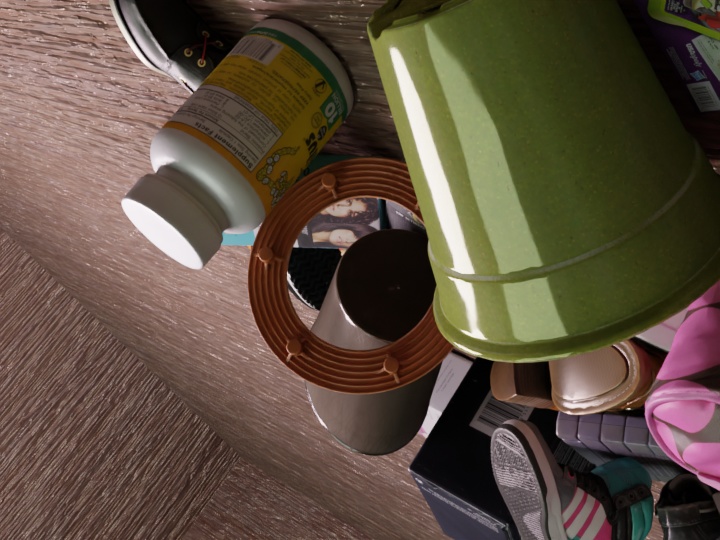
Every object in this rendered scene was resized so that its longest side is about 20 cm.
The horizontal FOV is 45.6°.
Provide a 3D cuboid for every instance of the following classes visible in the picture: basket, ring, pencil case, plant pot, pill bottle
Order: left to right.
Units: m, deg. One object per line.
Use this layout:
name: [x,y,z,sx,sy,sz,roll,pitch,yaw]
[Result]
pill bottle: [-0.103,-0.103,0.716,0.112,0.200,0.113,31,159,14]
ring: [0.000,0.000,0.707,0.200,0.201,0.019,31,175,15]
basket: [0.020,0.058,0.818,0.135,0.181,0.200,-3,151,-11]
plant pot: [0.096,-0.084,0.494,0.199,0.200,0.191,8,134,52]
pencil case: [0.226,0.034,0.480,0.090,0.200,0.094,22,139,26]

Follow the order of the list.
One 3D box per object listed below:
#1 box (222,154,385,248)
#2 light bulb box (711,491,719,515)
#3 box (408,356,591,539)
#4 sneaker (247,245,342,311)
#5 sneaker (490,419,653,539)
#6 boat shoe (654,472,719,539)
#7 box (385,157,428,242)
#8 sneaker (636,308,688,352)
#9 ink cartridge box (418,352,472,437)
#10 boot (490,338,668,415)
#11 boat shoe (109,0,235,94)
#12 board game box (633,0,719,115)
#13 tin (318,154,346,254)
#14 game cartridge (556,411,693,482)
box: [-0.076,-0.065,0.807,0.198,0.049,0.083,2,144,6]
light bulb box: [0.408,0.291,0.697,0.124,0.201,0.198,-29,124,19]
box: [0.165,0.194,0.919,0.123,0.200,0.199,23,155,31]
sneaker: [-0.092,-0.040,0.933,0.200,0.070,0.090,53,160,-26]
sneaker: [0.199,0.194,0.767,0.083,0.120,0.201,18,136,59]
boat shoe: [0.318,0.225,0.804,0.072,0.071,0.200,-12,174,22]
box: [0.117,-0.009,0.780,0.199,0.048,0.159,31,159,15]
sneaker: [0.163,-0.019,0.646,0.199,0.085,0.073,26,-172,12]
ink cartridge box: [0.081,0.157,1.143,0.199,0.085,0.145,25,157,32]
boot: [0.219,0.089,0.712,0.154,0.077,0.200,5,162,-18]
boat shoe: [-0.143,-0.193,0.782,0.063,0.074,0.202,0,141,44]
board game box: [0.173,-0.159,0.399,0.200,0.032,0.120,48,161,-28]
tin: [-0.043,-0.064,0.940,0.112,0.042,0.200,45,158,-9]
game cartridge: [0.279,0.174,0.830,0.129,0.039,0.200,-3,157,28]
